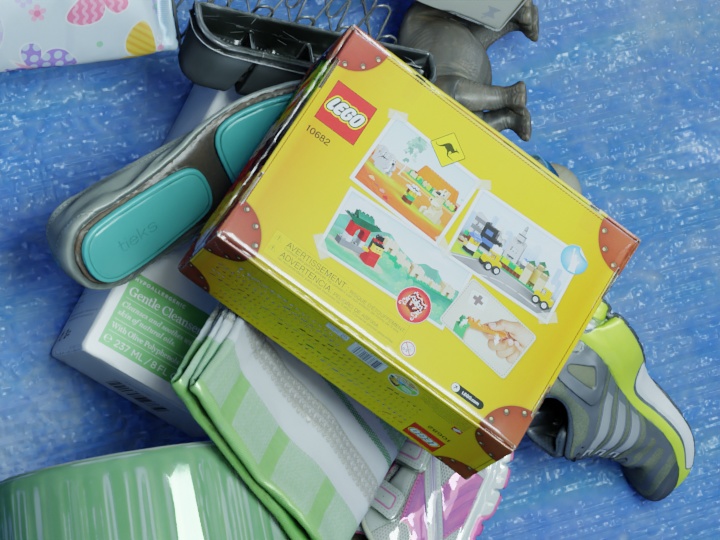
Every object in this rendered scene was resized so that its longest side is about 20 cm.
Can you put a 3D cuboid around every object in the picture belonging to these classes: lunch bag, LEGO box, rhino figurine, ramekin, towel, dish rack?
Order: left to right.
[{"bbox_3d":[-0.200,-0.216,1.639,0.169,0.127,0.201,-9,101,-15],"label":"lunch bag"},{"bbox_3d":[-0.116,0.155,1.625,0.199,0.200,0.098,-5,81,-22],"label":"ramekin"},{"bbox_3d":[-0.047,-0.177,1.695,0.153,0.055,0.201,11,48,-27],"label":"dish rack"},{"bbox_3d":[-0.020,0.053,1.616,0.149,0.031,0.200,52,39,-20],"label":"towel"},{"bbox_3d":[0.027,-0.009,1.561,0.200,0.077,0.149,37,66,-7],"label":"LEGO box"},{"bbox_3d":[0.057,-0.095,1.713,0.087,0.060,0.201,-1,46,9],"label":"rhino figurine"}]

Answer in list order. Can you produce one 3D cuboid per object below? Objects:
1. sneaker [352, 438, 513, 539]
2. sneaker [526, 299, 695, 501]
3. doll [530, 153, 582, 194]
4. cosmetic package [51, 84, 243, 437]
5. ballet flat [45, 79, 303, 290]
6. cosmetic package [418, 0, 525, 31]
[{"bbox_3d":[0.032,0.140,1.744,0.088,0.081,0.201,15,77,-17],"label":"sneaker"},{"bbox_3d":[0.141,0.087,1.768,0.081,0.074,0.200,-45,136,-10],"label":"sneaker"},{"bbox_3d":[0.089,-0.001,1.717,0.048,0.137,0.200,18,39,7],"label":"doll"},{"bbox_3d":[-0.085,-0.014,1.702,0.107,0.085,0.201,29,77,-15],"label":"cosmetic package"},{"bbox_3d":[-0.089,-0.058,1.627,0.199,0.064,0.068,-30,118,-15],"label":"ballet flat"},{"bbox_3d":[0.058,-0.252,1.732,0.105,0.071,0.201,19,49,-22],"label":"cosmetic package"}]
